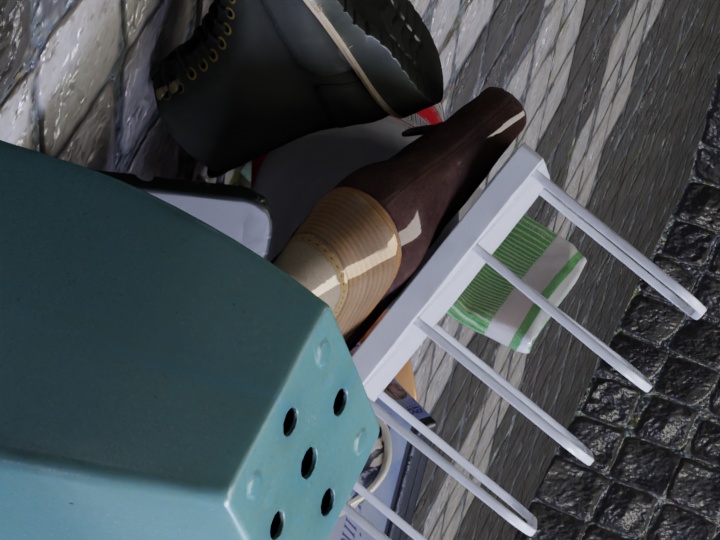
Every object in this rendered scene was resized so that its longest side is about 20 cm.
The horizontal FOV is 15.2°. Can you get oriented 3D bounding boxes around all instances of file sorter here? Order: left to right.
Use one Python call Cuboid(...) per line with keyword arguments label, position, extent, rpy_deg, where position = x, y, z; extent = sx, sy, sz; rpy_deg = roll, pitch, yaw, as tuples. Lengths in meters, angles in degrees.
Cuboid(label="file sorter", position=(0.070, 0.056, 1.368), extent=(0.200, 0.124, 0.139), rpy_deg=(-52, 175, 2))

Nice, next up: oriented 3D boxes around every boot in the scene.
Cuboid(label="boot", position=(-0.067, -0.127, 1.319), extent=(0.200, 0.138, 0.078), rpy_deg=(53, 28, -33))
Cuboid(label="boot", position=(0.000, 0.000, 1.369), extent=(0.166, 0.072, 0.200), rpy_deg=(-39, 173, -30))

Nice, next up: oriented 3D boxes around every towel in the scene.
Cuboid(label="towel", position=(0.037, -0.032, 1.644), extent=(0.023, 0.200, 0.153), rpy_deg=(-57, 177, 28))

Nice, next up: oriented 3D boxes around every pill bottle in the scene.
Cuboid(label="pill bottle", position=(-0.006, -0.064, 1.511), extent=(0.200, 0.112, 0.112), rpy_deg=(-94, -161, -66))

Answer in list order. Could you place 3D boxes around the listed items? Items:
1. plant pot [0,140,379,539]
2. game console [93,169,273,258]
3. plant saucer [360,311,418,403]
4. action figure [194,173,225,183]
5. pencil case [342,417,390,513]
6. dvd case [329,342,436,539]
Cuboid(label="plant pot", position=(-0.106, 0.051, 1.038), extent=(0.141, 0.200, 0.141), rpy_deg=(-62, 151, -28))
Cuboid(label="game console", position=(-0.136, 0.064, 1.241), extent=(0.116, 0.176, 0.200), rpy_deg=(-101, -159, -53))
Cuboid(label="plant saucer", position=(-0.030, 0.071, 1.646), extent=(0.037, 0.200, 0.200), rpy_deg=(-12, 135, -27))
Cuboid(label="action figure", position=(-0.096, 0.031, 1.478), extent=(0.200, 0.069, 0.130), rpy_deg=(-63, 159, -43))
Cuboid(label="pencil case", position=(-0.064, 0.124, 1.544), extent=(0.089, 0.078, 0.200), rpy_deg=(-18, 171, -32))
Cuboid(label="dvd case", position=(-0.032, 0.084, 1.591), extent=(0.018, 0.200, 0.143), rpy_deg=(-17, 136, -34))
